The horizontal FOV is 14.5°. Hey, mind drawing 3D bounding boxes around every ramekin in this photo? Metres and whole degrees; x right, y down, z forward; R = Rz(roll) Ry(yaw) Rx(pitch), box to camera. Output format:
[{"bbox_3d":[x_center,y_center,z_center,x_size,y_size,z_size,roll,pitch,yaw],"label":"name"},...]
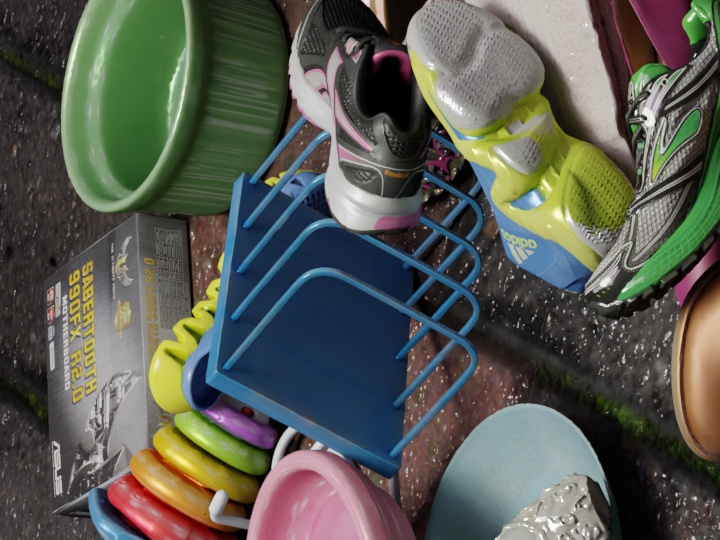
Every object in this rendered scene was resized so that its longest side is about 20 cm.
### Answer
[{"bbox_3d":[-0.138,-0.136,2.142,0.200,0.097,0.201,-21,65,53],"label":"ramekin"}]

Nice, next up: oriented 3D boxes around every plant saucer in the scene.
[{"bbox_3d":[-0.012,0.212,1.783,0.200,0.051,0.202,6,97,63],"label":"plant saucer"},{"bbox_3d":[0.108,0.183,1.730,0.201,0.039,0.202,-19,67,55],"label":"plant saucer"}]

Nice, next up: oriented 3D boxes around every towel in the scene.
[{"bbox_3d":[0.118,-0.119,1.722,0.132,0.034,0.201,1,111,57],"label":"towel"}]

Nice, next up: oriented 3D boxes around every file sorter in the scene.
[{"bbox_3d":[0.000,0.000,1.803,0.123,0.138,0.200,-48,23,33],"label":"file sorter"}]

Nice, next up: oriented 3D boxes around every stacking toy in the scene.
[{"bbox_3d":[-0.100,0.124,2.029,0.201,0.116,0.110,-58,13,4],"label":"stacking toy"}]

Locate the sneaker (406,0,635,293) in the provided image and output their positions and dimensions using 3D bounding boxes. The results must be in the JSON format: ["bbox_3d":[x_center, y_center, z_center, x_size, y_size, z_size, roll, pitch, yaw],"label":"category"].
[{"bbox_3d":[0.086,-0.065,1.705,0.200,0.075,0.105,55,152,23],"label":"sneaker"}]

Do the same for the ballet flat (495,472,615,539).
[{"bbox_3d":[0.082,0.207,1.667,0.201,0.071,0.072,-63,36,26],"label":"ballet flat"}]

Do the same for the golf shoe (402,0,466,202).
[{"bbox_3d":[0.054,-0.124,1.880,0.200,0.072,0.092,-58,11,34],"label":"golf shoe"}]

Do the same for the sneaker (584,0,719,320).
[{"bbox_3d":[0.174,-0.062,1.578,0.201,0.085,0.078,-61,-1,-15],"label":"sneaker"}]

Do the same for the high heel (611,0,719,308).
[{"bbox_3d":[0.176,-0.070,1.634,0.067,0.096,0.201,-18,67,55],"label":"high heel"}]

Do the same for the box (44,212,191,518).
[{"bbox_3d":[-0.188,0.076,2.212,0.158,0.048,0.201,-31,57,51],"label":"box"}]

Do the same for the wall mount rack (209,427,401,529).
[{"bbox_3d":[-0.022,0.143,1.912,0.174,0.074,0.200,-56,40,19],"label":"wall mount rack"}]

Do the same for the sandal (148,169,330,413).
[{"bbox_3d":[-0.064,0.022,1.983,0.087,0.080,0.201,17,72,30],"label":"sandal"}]

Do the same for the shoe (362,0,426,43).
[{"bbox_3d":[0.017,-0.222,1.947,0.053,0.070,0.201,-7,78,49],"label":"shoe"}]

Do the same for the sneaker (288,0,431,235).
[{"bbox_3d":[0.012,-0.115,1.757,0.200,0.080,0.087,-110,30,-45],"label":"sneaker"}]

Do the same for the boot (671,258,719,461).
[{"bbox_3d":[0.246,0.022,1.514,0.155,0.073,0.201,27,102,62],"label":"boot"}]
